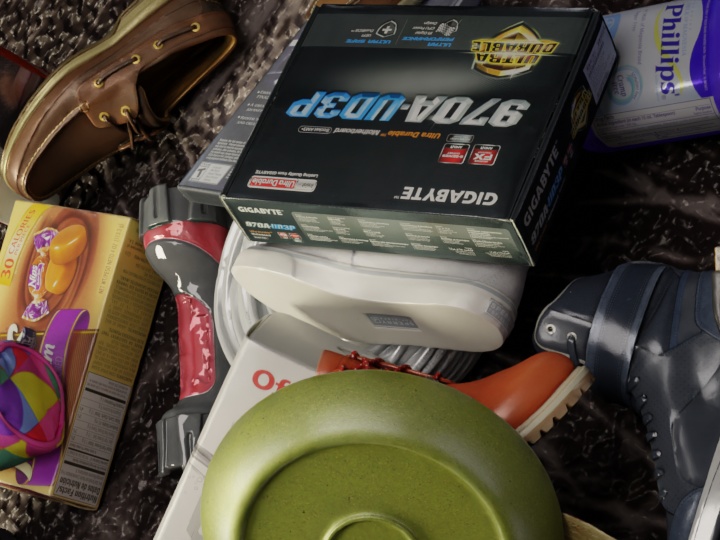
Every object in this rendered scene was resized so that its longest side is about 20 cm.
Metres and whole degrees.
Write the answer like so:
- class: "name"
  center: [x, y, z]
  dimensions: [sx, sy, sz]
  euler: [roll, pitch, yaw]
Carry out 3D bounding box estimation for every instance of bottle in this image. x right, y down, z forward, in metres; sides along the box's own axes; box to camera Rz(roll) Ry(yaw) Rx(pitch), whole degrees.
- class: "bottle"
  center: [0.214, -0.123, 1.290]
  dimensions: [0.200, 0.065, 0.084]
  euler: [-7, 67, 32]

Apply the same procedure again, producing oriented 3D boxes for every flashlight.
- class: "flashlight"
  center: [-0.114, 0.042, 1.458]
  dimensions: [0.068, 0.068, 0.200]
  euler: [-14, 67, 29]

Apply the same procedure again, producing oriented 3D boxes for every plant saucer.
- class: "plant saucer"
  center: [0.009, 0.148, 1.171]
  dimensions: [0.200, 0.200, 0.031]
  euler: [-31, 18, 22]

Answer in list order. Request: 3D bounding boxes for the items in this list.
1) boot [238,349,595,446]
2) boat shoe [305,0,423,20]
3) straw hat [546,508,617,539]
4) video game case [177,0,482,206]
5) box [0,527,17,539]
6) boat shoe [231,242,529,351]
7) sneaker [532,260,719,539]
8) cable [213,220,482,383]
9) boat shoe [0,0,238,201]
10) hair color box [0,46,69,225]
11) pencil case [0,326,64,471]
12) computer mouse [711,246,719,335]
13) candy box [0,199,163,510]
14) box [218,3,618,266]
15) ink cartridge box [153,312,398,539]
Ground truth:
- class: "boot"
  center: [0.028, 0.079, 1.207]
  dimensions: [0.200, 0.075, 0.107]
  euler: [-28, 89, 11]
- class: "boat shoe"
  center: [0.031, -0.236, 1.415]
  dimensions: [0.200, 0.074, 0.076]
  euler: [-50, 33, -12]
- class: "straw hat"
  center: [0.091, 0.196, 1.249]
  dimensions: [0.201, 0.201, 0.085]
  euler: [-29, 17, 23]
- class: "video game case"
  center: [-0.018, -0.118, 1.412]
  dimensions: [0.143, 0.019, 0.200]
  euler: [11, 58, 51]
- class: "box"
  center: [-0.329, 0.262, 1.449]
  dimensions: [0.197, 0.200, 0.117]
  euler: [-50, 54, 9]
- class: "boat shoe"
  center: [0.012, -0.002, 1.306]
  dimensions: [0.200, 0.072, 0.069]
  euler: [3, 56, 42]
- class: "sneaker"
  center: [0.162, 0.089, 1.240]
  dimensions: [0.146, 0.077, 0.203]
  euler: [8, 70, 25]
- class: "cable"
  center: [0.000, 0.000, 1.394]
  dimensions: [0.200, 0.069, 0.200]
  euler: [-8, 72, 32]
- class: "boat shoe"
  center: [-0.169, -0.121, 1.534]
  dimensions: [0.200, 0.072, 0.068]
  euler: [-45, 59, -3]
- class: "hair color box"
  center: [-0.282, -0.110, 1.539]
  dimensions: [0.064, 0.200, 0.111]
  euler: [34, 95, 37]
- class: "pencil case"
  center: [-0.292, 0.108, 1.481]
  dimensions: [0.200, 0.088, 0.089]
  euler: [-24, 63, 29]
- class: "computer mouse"
  center: [0.254, -0.010, 1.200]
  dimensions: [0.046, 0.140, 0.201]
  euler: [158, 120, -70]
- class: "candy box"
  center: [-0.214, 0.058, 1.528]
  dimensions: [0.116, 0.056, 0.200]
  euler: [10, 79, 37]
- class: "box"
  center: [0.035, -0.085, 1.289]
  dimensions: [0.200, 0.046, 0.159]
  euler: [6, 57, 31]
- class: "ink cartridge box"
  center: [-0.038, 0.146, 1.304]
  dimensions: [0.146, 0.083, 0.200]
  euler: [25, 102, 4]
